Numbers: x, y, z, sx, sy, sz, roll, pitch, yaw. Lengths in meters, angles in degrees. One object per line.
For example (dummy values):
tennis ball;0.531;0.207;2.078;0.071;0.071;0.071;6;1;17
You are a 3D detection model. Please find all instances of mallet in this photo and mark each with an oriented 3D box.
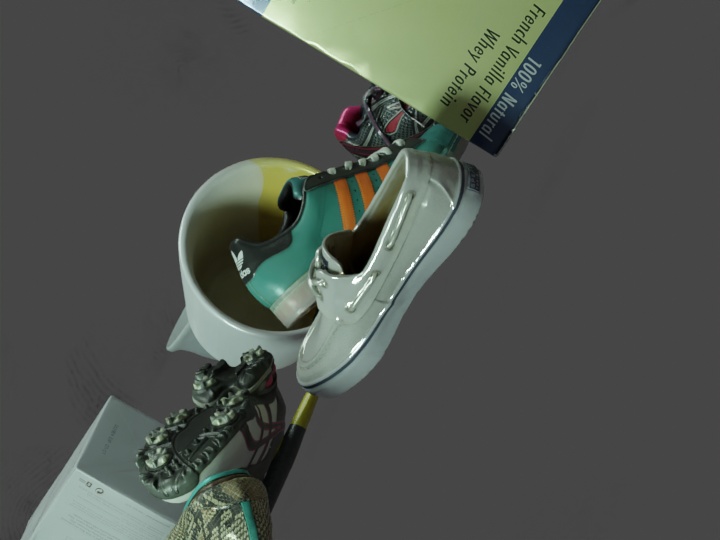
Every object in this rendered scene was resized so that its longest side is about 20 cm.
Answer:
mallet;-0.042;0.103;1.615;0.200;0.041;0.066;-65;7;-9

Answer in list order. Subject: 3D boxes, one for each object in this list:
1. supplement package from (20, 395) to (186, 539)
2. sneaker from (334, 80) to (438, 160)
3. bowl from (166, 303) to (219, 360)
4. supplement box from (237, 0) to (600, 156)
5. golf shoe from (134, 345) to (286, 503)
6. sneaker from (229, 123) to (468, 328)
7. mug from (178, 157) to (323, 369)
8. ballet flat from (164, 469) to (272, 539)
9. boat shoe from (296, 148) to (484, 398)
supplement package;-0.243;0.237;2.185;0.200;0.109;0.114;-54;9;37
sneaker;0.042;-0.133;1.826;0.200;0.075;0.081;-50;12;53
bowl;-0.088;0.007;2.114;0.201;0.090;0.201;-59;6;11
supplement box;0.060;-0.223;1.533;0.200;0.200;0.134;-57;7;23
golf shoe;-0.090;0.124;1.614;0.077;0.088;0.200;-16;14;20
sneaker;-0.008;-0.051;1.666;0.200;0.080;0.071;-43;-1;-23
mug;-0.058;0.008;1.853;0.153;0.186;0.150;114;150;-66
ballet flat;-0.103;0.194;1.540;0.200;0.068;0.075;-48;56;60
boat shoe;0.000;0.000;1.519;0.200;0.070;0.071;-53;30;31
